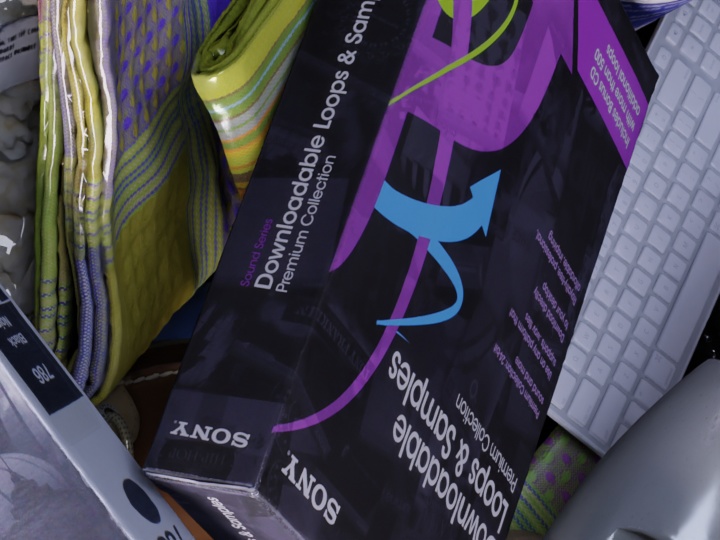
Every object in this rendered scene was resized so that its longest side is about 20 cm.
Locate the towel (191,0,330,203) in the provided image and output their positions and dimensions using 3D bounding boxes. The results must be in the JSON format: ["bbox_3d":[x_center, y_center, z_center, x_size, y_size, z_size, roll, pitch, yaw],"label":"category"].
[{"bbox_3d":[0.000,0.000,0.750,0.086,0.018,0.201,-56,143,-40],"label":"towel"}]

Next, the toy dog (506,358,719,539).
[{"bbox_3d":[0.115,0.068,0.769,0.200,0.132,0.096,-43,107,11],"label":"toy dog"}]

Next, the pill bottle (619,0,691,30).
[{"bbox_3d":[0.082,-0.137,0.796,0.119,0.200,0.121,4,80,-20],"label":"pill bottle"}]

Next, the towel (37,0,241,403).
[{"bbox_3d":[-0.034,-0.064,0.740,0.200,0.023,0.144,-47,144,-56],"label":"towel"}]

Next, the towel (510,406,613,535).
[{"bbox_3d":[0.084,0.158,0.833,0.200,0.023,0.144,48,69,-15],"label":"towel"}]

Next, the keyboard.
[{"bbox_3d":[0.099,-0.030,0.864,0.056,0.011,0.201,35,58,-11],"label":"keyboard"}]

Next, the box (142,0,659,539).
[{"bbox_3d":[0.018,-0.005,0.727,0.143,0.036,0.201,52,53,-54],"label":"box"}]

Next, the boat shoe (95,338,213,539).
[{"bbox_3d":[-0.089,0.068,0.736,0.199,0.074,0.076,-19,91,-21],"label":"boat shoe"}]

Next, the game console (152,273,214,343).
[{"bbox_3d":[-0.069,0.081,0.795,0.199,0.031,0.178,-8,84,-21],"label":"game console"}]

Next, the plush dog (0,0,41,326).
[{"bbox_3d":[-0.142,-0.094,0.739,0.171,0.161,0.201,14,62,18],"label":"plush dog"}]

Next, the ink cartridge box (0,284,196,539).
[{"bbox_3d":[-0.107,0.057,0.654,0.099,0.039,0.200,-39,90,12],"label":"ink cartridge box"}]
